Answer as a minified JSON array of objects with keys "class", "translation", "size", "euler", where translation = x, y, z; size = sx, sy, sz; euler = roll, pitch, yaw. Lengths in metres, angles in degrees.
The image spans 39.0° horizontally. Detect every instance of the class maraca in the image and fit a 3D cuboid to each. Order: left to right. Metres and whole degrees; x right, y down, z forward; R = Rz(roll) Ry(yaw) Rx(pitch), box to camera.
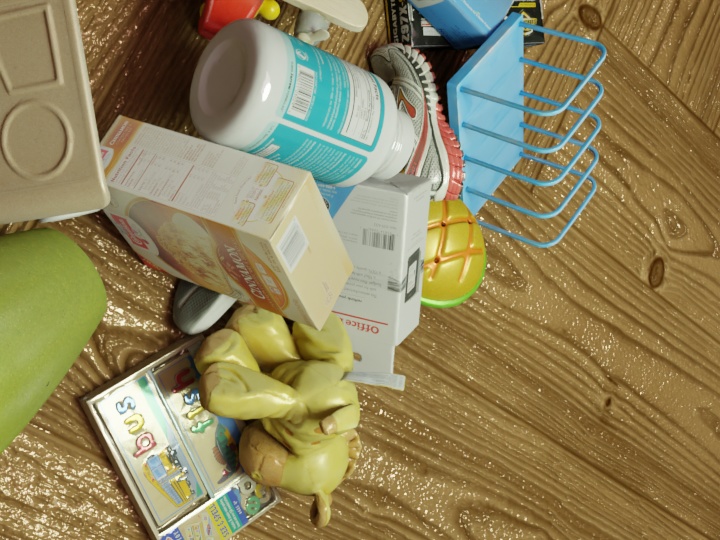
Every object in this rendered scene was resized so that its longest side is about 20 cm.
[{"class":"maraca","translation":[0.051,-0.047,1.093],"size":[0.200,0.107,0.137],"euler":[43,57,-4]}]

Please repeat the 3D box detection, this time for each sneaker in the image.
[{"class":"sneaker","translation":[-0.105,-0.010,1.013],"size":[0.200,0.070,0.080],"euler":[-52,136,-14]},{"class":"sneaker","translation":[0.044,-0.159,1.065],"size":[0.082,0.078,0.201],"euler":[-10,59,-13]}]

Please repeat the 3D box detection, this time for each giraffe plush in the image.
[{"class":"giraffe plush","translation":[-0.061,0.146,0.985],"size":[0.173,0.199,0.163],"euler":[-51,153,-50]}]

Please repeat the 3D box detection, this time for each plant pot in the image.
[{"class":"plant pot","translation":[-0.311,0.054,0.824],"size":[0.200,0.187,0.188],"euler":[-42,112,-38]}]

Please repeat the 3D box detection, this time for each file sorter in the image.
[{"class":"file sorter","translation":[0.184,-0.144,1.101],"size":[0.139,0.122,0.200],"euler":[-49,148,-30]}]

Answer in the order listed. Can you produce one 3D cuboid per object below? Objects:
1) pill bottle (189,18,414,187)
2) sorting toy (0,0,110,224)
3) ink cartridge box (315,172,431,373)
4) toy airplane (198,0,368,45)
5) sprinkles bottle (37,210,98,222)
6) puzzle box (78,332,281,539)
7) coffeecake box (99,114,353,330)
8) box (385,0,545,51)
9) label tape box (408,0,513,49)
[{"class":"pill bottle","translation":[-0.044,-0.140,0.908],"size":[0.200,0.111,0.111],"euler":[16,82,-42]},{"class":"sorting toy","translation":[-0.306,-0.139,0.847],"size":[0.036,0.184,0.201],"euler":[-41,123,-73]},{"class":"ink cartridge box","translation":[0.000,0.000,1.026],"size":[0.067,0.115,0.201],"euler":[-38,137,-59]},{"class":"toy airplane","translation":[-0.115,-0.289,0.980],"size":[0.199,0.141,0.200],"euler":[-21,65,-41]},{"class":"sprinkles bottle","translation":[-0.279,-0.146,0.902],"size":[0.068,0.068,0.201],"euler":[-18,100,-31]},{"class":"puzzle box","translation":[-0.173,0.178,0.998],"size":[0.133,0.025,0.201],"euler":[-32,107,-27]},{"class":"coffeecake box","translation":[-0.123,-0.041,0.892],"size":[0.073,0.199,0.154],"euler":[-61,154,-22]},{"class":"box","translation":[0.118,-0.334,1.161],"size":[0.199,0.049,0.160],"euler":[-10,99,-32]},{"class":"label tape box","translation":[0.119,-0.364,1.096],"size":[0.143,0.066,0.200],"euler":[37,70,-29]}]
